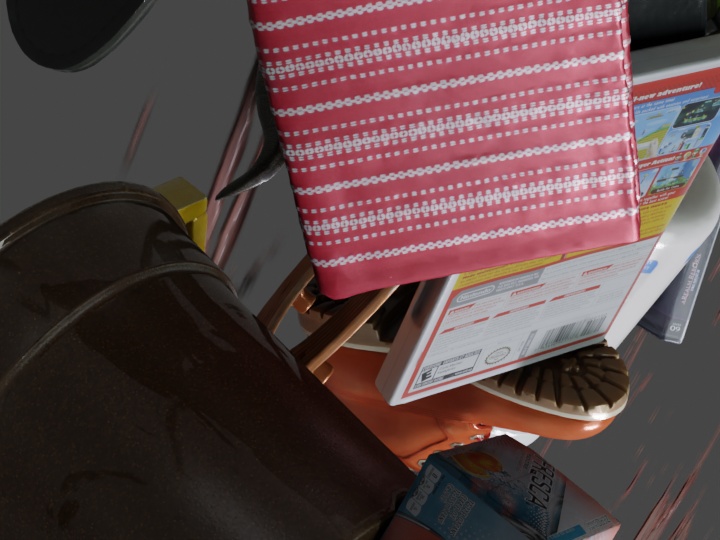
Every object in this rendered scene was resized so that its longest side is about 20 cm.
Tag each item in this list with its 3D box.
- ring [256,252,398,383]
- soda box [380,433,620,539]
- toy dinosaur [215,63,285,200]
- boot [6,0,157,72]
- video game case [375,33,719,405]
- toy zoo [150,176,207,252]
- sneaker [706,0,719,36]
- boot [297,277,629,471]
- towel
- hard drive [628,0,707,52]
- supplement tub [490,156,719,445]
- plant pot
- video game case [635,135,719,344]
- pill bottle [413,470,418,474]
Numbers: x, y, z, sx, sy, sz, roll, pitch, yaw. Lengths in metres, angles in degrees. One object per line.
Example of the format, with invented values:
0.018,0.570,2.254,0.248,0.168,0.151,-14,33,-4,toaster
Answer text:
0.000,0.000,0.974,0.200,0.019,0.200,-46,-168,13,ring
0.021,0.164,0.778,0.068,0.064,0.200,-7,129,-58,soda box
0.002,-0.095,0.911,0.200,0.102,0.077,-36,171,-12,toy dinosaur
-0.038,-0.143,0.779,0.200,0.069,0.174,-55,156,1,boot
0.095,-0.022,0.908,0.143,0.017,0.200,-14,144,-34,video game case
-0.128,0.038,0.926,0.131,0.020,0.200,-35,151,-33,toy zoo
0.135,-0.088,0.996,0.200,0.074,0.081,-49,175,-12,sneaker
0.058,0.068,1.055,0.075,0.200,0.108,-35,129,-42,boot
0.037,-0.070,0.777,0.144,0.023,0.200,-11,136,1,towel
0.085,-0.144,0.825,0.135,0.042,0.200,-31,136,-12,hard drive
0.102,-0.004,1.114,0.132,0.132,0.200,-24,156,-48,supplement tub
-0.082,0.099,0.826,0.200,0.198,0.201,-39,153,-25,plant pot
0.180,-0.072,1.156,0.019,0.143,0.201,13,100,-25,video game case
0.003,0.179,1.155,0.200,0.111,0.111,-31,169,31,pill bottle
